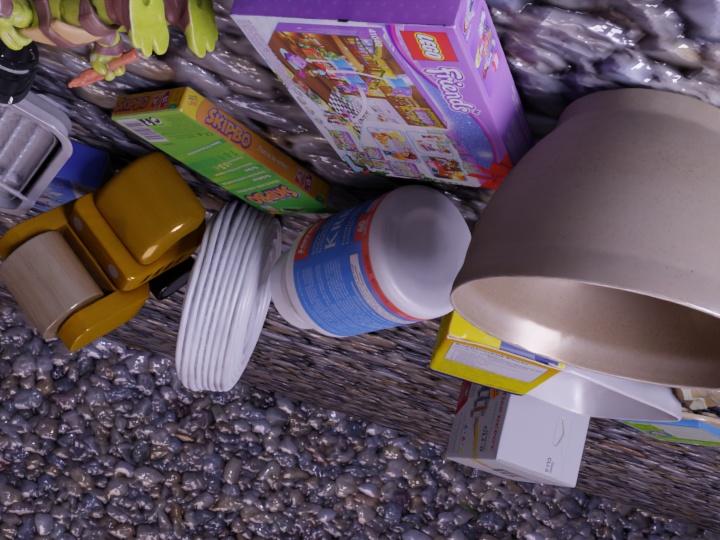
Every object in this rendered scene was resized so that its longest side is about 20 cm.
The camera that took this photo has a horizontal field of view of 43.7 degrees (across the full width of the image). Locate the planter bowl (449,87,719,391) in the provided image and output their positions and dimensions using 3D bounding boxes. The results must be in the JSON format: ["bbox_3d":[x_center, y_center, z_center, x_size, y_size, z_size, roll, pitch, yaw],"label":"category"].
[{"bbox_3d":[0.165,-0.022,0.542,0.197,0.137,0.200,15,166,4],"label":"planter bowl"}]

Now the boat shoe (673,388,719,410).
[{"bbox_3d":[0.366,0.100,0.936,0.075,0.073,0.199,-7,163,25],"label":"boat shoe"}]

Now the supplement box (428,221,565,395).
[{"bbox_3d":[0.137,0.045,0.872,0.107,0.111,0.200,15,166,3],"label":"supplement box"}]

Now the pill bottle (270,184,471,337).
[{"bbox_3d":[0.000,0.000,0.813,0.111,0.114,0.199,25,156,-30],"label":"pill bottle"}]

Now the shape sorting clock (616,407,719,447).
[{"bbox_3d":[0.457,0.215,1.282,0.196,0.040,0.200,14,165,4],"label":"shape sorting clock"}]

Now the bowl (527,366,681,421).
[{"bbox_3d":[0.258,0.114,1.063,0.197,0.076,0.199,21,165,-21],"label":"bowl"}]

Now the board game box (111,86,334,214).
[{"bbox_3d":[-0.112,-0.098,0.789,0.094,0.030,0.199,4,159,40],"label":"board game box"}]

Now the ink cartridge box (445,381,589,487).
[{"bbox_3d":[0.249,0.250,1.430,0.142,0.148,0.200,20,164,-14],"label":"ink cartridge box"}]

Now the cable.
[{"bbox_3d":[-0.136,0.030,0.939,0.068,0.202,0.201,15,143,0],"label":"cable"}]

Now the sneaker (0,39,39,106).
[{"bbox_3d":[-0.319,-0.180,0.631,0.078,0.075,0.200,16,166,23],"label":"sneaker"}]

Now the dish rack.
[{"bbox_3d":[-0.354,-0.133,0.814,0.170,0.044,0.199,31,148,-24],"label":"dish rack"}]

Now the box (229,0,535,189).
[{"bbox_3d":[0.025,-0.113,0.557,0.135,0.040,0.200,11,164,24],"label":"box"}]

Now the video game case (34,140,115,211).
[{"bbox_3d":[-0.368,-0.111,0.991,0.197,0.046,0.181,18,164,-5],"label":"video game case"}]

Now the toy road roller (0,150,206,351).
[{"bbox_3d":[-0.238,-0.032,0.878,0.123,0.199,0.146,51,137,5],"label":"toy road roller"}]

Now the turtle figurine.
[{"bbox_3d":[-0.172,-0.158,0.566,0.159,0.066,0.199,5,-179,25],"label":"turtle figurine"}]
